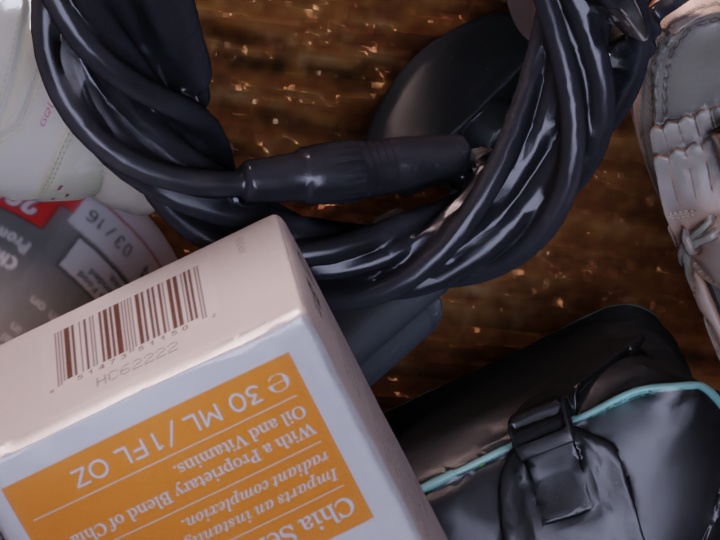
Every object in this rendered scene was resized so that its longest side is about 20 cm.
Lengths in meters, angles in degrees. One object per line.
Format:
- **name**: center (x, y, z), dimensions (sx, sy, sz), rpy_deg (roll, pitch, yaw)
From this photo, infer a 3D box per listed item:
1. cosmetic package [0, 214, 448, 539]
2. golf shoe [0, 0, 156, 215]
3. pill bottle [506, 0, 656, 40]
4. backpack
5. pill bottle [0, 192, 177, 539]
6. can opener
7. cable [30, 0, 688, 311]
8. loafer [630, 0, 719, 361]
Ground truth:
- **cosmetic package**: center (-0.022, 0.099, 0.833), dimensions (0.101, 0.071, 0.200), rpy_deg (-26, 114, 3)
- **golf shoe**: center (-0.089, -0.110, 0.840), dimensions (0.091, 0.075, 0.201), rpy_deg (0, 108, -10)
- **pill bottle**: center (0.152, -0.114, 0.938), dimensions (0.199, 0.111, 0.112), rpy_deg (6, 106, -13)
- **backpack**: center (0.062, 0.129, 0.972), dimensions (0.175, 0.153, 0.201), rpy_deg (-26, 102, -1)
- **pill bottle**: center (-0.139, 0.061, 0.877), dimensions (0.113, 0.200, 0.114), rpy_deg (17, 136, 17)
- **can opener**: center (0.000, 0.000, 0.945), dimensions (0.066, 0.053, 0.200), rpy_deg (37, 62, 15)
- **cable**: center (-0.011, -0.081, 0.818), dimensions (0.200, 0.051, 0.163), rpy_deg (36, 104, -28)
- **loafer**: center (0.130, -0.003, 0.912), dimensions (0.072, 0.063, 0.200), rpy_deg (-13, 130, 11)
